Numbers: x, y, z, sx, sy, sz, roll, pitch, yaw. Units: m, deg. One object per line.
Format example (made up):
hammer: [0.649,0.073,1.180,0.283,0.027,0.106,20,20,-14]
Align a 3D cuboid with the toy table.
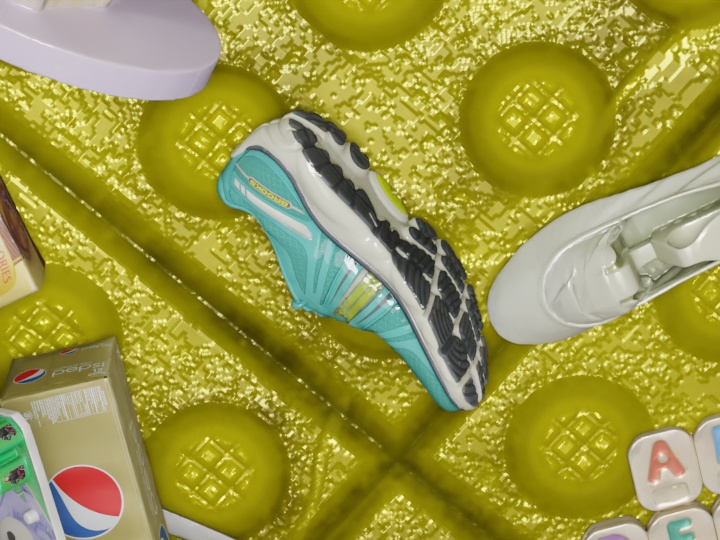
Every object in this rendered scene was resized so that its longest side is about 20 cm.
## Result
toy table: [-0.151,-0.184,1.338,0.199,0.184,0.117,16,124,-16]

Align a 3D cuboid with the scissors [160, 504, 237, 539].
scissors: [-0.135,0.133,1.512,0.199,0.014,0.074,8,106,-4]

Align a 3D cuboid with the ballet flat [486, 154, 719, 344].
ballet flat: [0.162,-0.012,1.452,0.199,0.069,0.070,-26,107,6]

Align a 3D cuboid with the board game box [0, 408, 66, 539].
board game box: [-0.223,0.164,1.438,0.026,0.199,0.201,-28,112,-36]

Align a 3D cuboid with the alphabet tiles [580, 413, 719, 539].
alphabet tiles: [0.236,0.175,1.543,0.199,0.015,0.197,-14,108,2]

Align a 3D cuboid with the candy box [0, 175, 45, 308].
candy box: [-0.289,-0.007,1.439,0.199,0.056,0.117,-24,107,4]

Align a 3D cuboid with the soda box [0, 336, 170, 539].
soda box: [-0.146,0.144,1.474,0.064,0.068,0.201,-12,109,2]

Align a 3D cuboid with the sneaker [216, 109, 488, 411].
sneaker: [0.000,0.000,1.457,0.080,0.078,0.200,-33,102,28]
